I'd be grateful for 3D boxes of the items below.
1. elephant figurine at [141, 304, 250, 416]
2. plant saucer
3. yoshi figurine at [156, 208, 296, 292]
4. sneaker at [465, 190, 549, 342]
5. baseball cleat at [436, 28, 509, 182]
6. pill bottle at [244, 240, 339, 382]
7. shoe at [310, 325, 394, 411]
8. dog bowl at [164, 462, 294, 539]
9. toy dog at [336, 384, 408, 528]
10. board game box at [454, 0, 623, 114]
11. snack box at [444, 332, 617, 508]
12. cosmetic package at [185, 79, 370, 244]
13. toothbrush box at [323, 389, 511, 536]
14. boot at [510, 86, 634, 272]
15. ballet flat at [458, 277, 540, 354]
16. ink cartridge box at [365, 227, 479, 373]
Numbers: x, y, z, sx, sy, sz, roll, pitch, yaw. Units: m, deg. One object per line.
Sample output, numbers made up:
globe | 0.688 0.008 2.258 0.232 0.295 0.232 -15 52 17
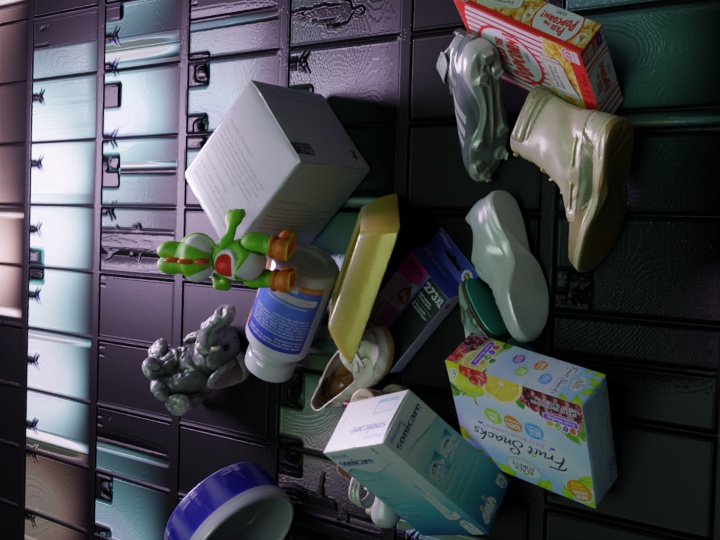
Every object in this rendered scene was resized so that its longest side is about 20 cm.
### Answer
elephant figurine | -0.246 0.141 1.673 0.198 0.155 0.142 -34 104 8
plant saucer | 0.000 0.000 1.421 0.048 0.200 0.203 18 106 -4
yoshi figurine | -0.188 -0.022 1.453 0.195 0.113 0.114 4 63 7
sneaker | 0.187 0.003 1.345 0.088 0.074 0.204 -30 65 49
baseball cleat | 0.148 -0.220 1.341 0.106 0.069 0.203 45 147 44
pill bottle | -0.112 0.067 1.554 0.112 0.111 0.203 41 122 32
shoe | -0.013 0.150 1.486 0.071 0.053 0.201 58 137 19
dog bowl | -0.204 0.400 1.584 0.079 0.198 0.202 42 116 34
toy dog | 0.011 0.255 1.455 0.095 0.131 0.204 -7 61 39
board game box | 0.219 -0.273 1.252 0.199 0.152 0.047 35 82 35
snack box | 0.214 0.185 1.268 0.198 0.068 0.171 18 135 39
cosmetic package | -0.126 -0.149 1.536 0.200 0.163 0.166 -48 63 29
toothbrush box | 0.073 0.256 1.331 0.146 0.199 0.086 -23 32 54
boot | 0.254 -0.114 1.268 0.155 0.072 0.204 34 133 43
ballet flat | 0.185 0.102 1.344 0.200 0.068 0.072 49 128 25
ink cartridge box | 0.078 0.044 1.451 0.201 0.037 0.095 -52 60 26
